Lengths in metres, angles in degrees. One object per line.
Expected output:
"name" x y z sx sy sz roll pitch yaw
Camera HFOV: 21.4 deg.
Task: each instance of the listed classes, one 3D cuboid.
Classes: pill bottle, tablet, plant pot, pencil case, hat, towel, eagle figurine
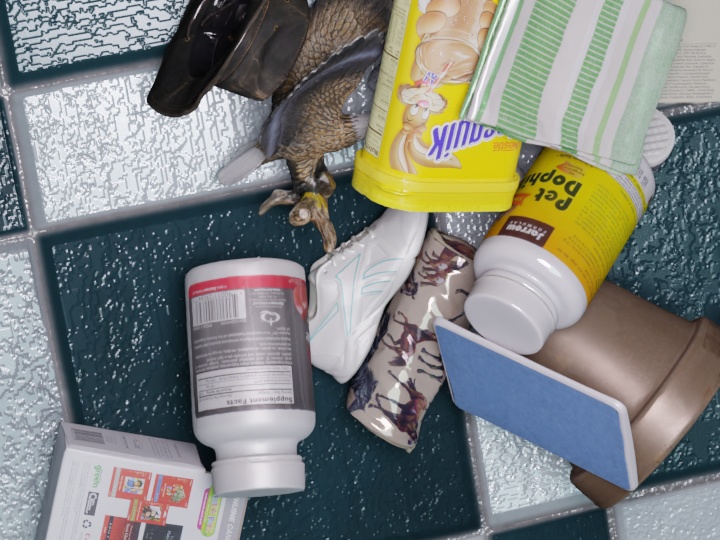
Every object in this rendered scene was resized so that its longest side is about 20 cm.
"pill bottle" 0.171 -0.026 1.673 0.109 0.109 0.201 43 61 -16
"tablet" 0.153 0.116 1.672 0.014 0.199 0.131 -49 145 -26
"pill bottle" -0.096 0.096 1.689 0.110 0.111 0.202 -2 79 -11
"plant pot" 0.221 0.089 1.757 0.174 0.200 0.201 40 92 1
"pencil case" 0.059 0.066 1.762 0.089 0.078 0.201 24 96 -24
"hat" -0.096 -0.199 1.626 0.081 0.201 0.201 34 93 -27
"towel" 0.181 -0.170 1.585 0.199 0.023 0.154 13 98 -37
"eagle figurine" -0.034 -0.144 1.671 0.150 0.151 0.201 -23 128 -37

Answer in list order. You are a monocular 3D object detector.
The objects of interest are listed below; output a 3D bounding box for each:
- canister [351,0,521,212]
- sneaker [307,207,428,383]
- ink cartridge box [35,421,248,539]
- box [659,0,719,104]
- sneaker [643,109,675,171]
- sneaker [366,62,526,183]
"canister" 0.080 -0.157 1.596 0.148 0.086 0.201 -2 114 -34
"sneaker" 0.000 0.000 1.743 0.080 0.070 0.201 28 93 -6
"ink cartridge box" -0.208 0.258 1.746 0.174 0.084 0.202 11 99 -15
"box" 0.287 -0.255 1.746 0.081 0.068 0.202 -1 101 -17
"sneaker" 0.196 -0.155 1.750 0.200 0.079 0.078 42 78 9
"sneaker" 0.100 -0.132 1.732 0.200 0.073 0.071 39 100 -15
